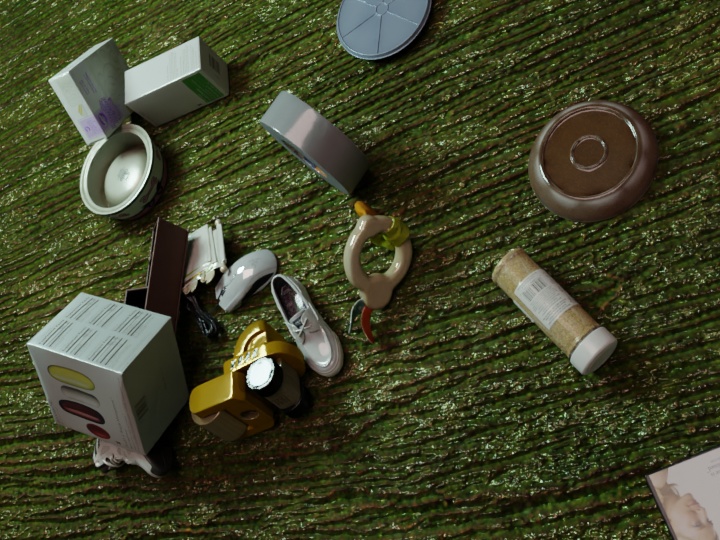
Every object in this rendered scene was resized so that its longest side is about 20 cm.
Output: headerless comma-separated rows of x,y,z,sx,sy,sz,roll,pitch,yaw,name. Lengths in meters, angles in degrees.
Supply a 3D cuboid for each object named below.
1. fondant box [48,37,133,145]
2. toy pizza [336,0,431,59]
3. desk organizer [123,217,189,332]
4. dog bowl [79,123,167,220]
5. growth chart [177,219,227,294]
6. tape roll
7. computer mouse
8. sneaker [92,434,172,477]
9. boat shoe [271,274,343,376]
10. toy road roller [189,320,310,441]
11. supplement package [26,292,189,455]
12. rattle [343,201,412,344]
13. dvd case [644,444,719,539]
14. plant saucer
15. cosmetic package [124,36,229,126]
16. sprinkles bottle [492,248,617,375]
-0.543,-0.376,1.520,0.057,0.147,0.202,-12,32,21,fondant box
0.046,-0.486,1.376,0.195,0.032,0.206,-8,70,23,toy pizza
-0.379,0.012,1.343,0.070,0.076,0.206,-7,71,32,desk organizer
-0.490,-0.198,1.524,0.195,0.074,0.206,-9,69,23,dog bowl
-0.330,-0.013,1.387,0.196,0.018,0.148,-24,53,24,growth chart
-0.077,-0.217,1.248,0.199,0.200,0.067,39,90,31,tape roll
-0.239,0.030,1.336,0.199,0.044,0.111,-41,59,9,computer mouse
-0.415,0.334,1.316,0.199,0.075,0.117,36,99,39,sneaker
-0.094,0.087,1.229,0.071,0.068,0.203,-33,61,13,boat shoe
-0.183,0.180,1.219,0.196,0.123,0.149,-26,49,16,toy road roller
-0.428,0.176,1.255,0.195,0.195,0.148,12,38,19,supplement package
0.000,0.000,1.215,0.141,0.128,0.206,22,110,41,rattle
0.461,0.326,0.899,0.140,0.018,0.204,-26,63,16,dvd case
0.352,-0.176,1.117,0.195,0.032,0.206,-9,68,24,plant saucer
-0.383,-0.390,1.516,0.195,0.107,0.087,-19,66,22,cosmetic package
0.278,0.056,1.054,0.068,0.068,0.201,-44,59,6,sprinkles bottle
